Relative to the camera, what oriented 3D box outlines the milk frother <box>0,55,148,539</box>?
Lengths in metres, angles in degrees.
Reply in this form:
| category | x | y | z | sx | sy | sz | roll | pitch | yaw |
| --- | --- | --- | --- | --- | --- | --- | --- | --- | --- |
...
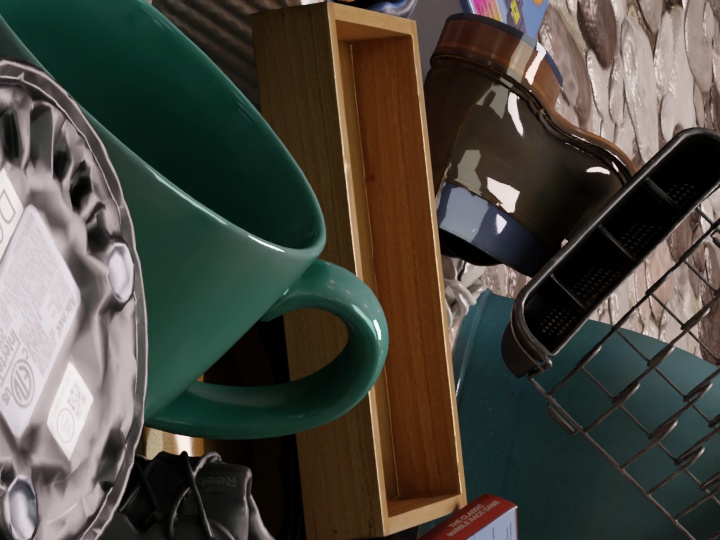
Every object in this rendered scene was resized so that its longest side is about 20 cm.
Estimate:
| category | x | y | z | sx | sy | sz | roll | pitch | yaw |
| --- | --- | --- | --- | --- | --- | --- | --- | --- | --- |
| milk frother | -0.175 | -0.006 | 0.532 | 0.181 | 0.188 | 0.200 | -57 | 137 | -58 |

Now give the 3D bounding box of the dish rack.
| category | x | y | z | sx | sy | sz | roll | pitch | yaw |
| --- | --- | --- | --- | --- | --- | --- | --- | --- | --- |
| dish rack | 0.171 | 0.051 | 1.112 | 0.200 | 0.055 | 0.153 | 45 | 62 | 3 |

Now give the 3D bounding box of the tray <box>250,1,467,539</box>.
| category | x | y | z | sx | sy | sz | roll | pitch | yaw |
| --- | --- | --- | --- | --- | --- | --- | --- | --- | --- |
| tray | 0.000 | 0.000 | 0.960 | 0.099 | 0.037 | 0.200 | -3 | 88 | -69 |

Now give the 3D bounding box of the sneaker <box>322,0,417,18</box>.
| category | x | y | z | sx | sy | sz | roll | pitch | yaw |
| --- | --- | --- | --- | --- | --- | --- | --- | --- | --- |
| sneaker | -0.011 | -0.107 | 1.101 | 0.200 | 0.085 | 0.077 | 58 | 35 | -51 |

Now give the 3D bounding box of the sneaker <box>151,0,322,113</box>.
| category | x | y | z | sx | sy | sz | roll | pitch | yaw |
| --- | --- | --- | --- | --- | --- | --- | --- | --- | --- |
| sneaker | -0.035 | -0.066 | 1.054 | 0.105 | 0.075 | 0.201 | -49 | 134 | -63 |

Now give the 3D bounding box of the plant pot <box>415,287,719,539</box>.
| category | x | y | z | sx | sy | sz | roll | pitch | yaw |
| --- | --- | --- | --- | --- | --- | --- | --- | --- | --- |
| plant pot | 0.132 | 0.121 | 1.204 | 0.200 | 0.188 | 0.201 | 9 | 90 | -81 |

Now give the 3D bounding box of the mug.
| category | x | y | z | sx | sy | sz | roll | pitch | yaw |
| --- | --- | --- | --- | --- | --- | --- | --- | --- | --- |
| mug | -0.094 | -0.009 | 0.768 | 0.185 | 0.114 | 0.152 | 48 | 15 | 13 |

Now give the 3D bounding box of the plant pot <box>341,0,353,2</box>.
| category | x | y | z | sx | sy | sz | roll | pitch | yaw |
| --- | --- | --- | --- | --- | --- | --- | --- | --- | --- |
| plant pot | -0.054 | -0.178 | 0.890 | 0.200 | 0.200 | 0.140 | -5 | 106 | -68 |

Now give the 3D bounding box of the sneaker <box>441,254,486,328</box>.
| category | x | y | z | sx | sy | sz | roll | pitch | yaw |
| --- | --- | --- | --- | --- | --- | --- | --- | --- | --- |
| sneaker | 0.012 | 0.016 | 1.146 | 0.200 | 0.081 | 0.075 | -72 | 151 | -41 |

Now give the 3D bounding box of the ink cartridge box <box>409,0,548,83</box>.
| category | x | y | z | sx | sy | sz | roll | pitch | yaw |
| --- | --- | --- | --- | --- | --- | --- | --- | --- | --- |
| ink cartridge box | 0.046 | -0.182 | 1.276 | 0.200 | 0.076 | 0.137 | -70 | 148 | -49 |

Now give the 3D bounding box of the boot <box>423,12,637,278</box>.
| category | x | y | z | sx | sy | sz | roll | pitch | yaw |
| --- | --- | --- | --- | --- | --- | --- | --- | --- | --- |
| boot | 0.070 | -0.031 | 1.145 | 0.200 | 0.075 | 0.097 | 45 | 65 | -53 |

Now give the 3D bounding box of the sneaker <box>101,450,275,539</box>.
| category | x | y | z | sx | sy | sz | roll | pitch | yaw |
| --- | --- | --- | --- | --- | --- | --- | --- | --- | --- |
| sneaker | -0.081 | 0.087 | 0.787 | 0.200 | 0.091 | 0.076 | 25 | 31 | -19 |

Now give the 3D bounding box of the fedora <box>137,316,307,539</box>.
| category | x | y | z | sx | sy | sz | roll | pitch | yaw |
| --- | --- | --- | --- | --- | --- | --- | --- | --- | --- |
| fedora | -0.068 | 0.069 | 0.930 | 0.201 | 0.082 | 0.201 | -7 | 90 | -69 |

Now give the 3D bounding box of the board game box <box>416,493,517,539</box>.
| category | x | y | z | sx | sy | sz | roll | pitch | yaw |
| --- | --- | --- | --- | --- | --- | --- | --- | --- | --- |
| board game box | 0.030 | 0.200 | 0.994 | 0.103 | 0.019 | 0.200 | -30 | 125 | -44 |
